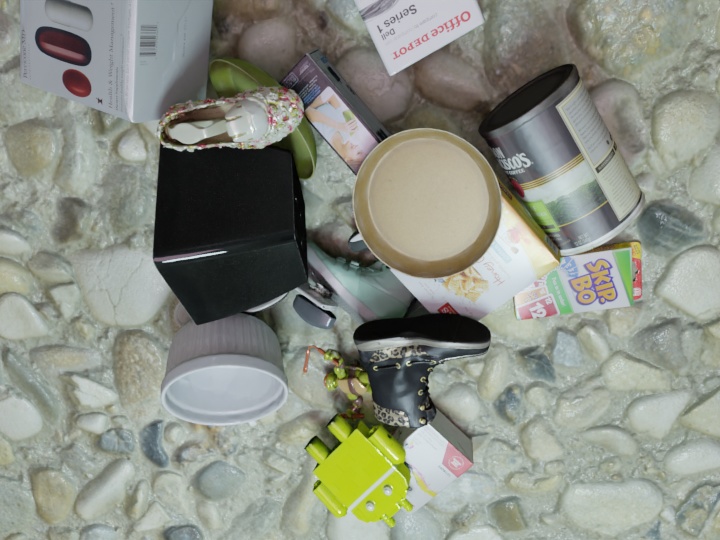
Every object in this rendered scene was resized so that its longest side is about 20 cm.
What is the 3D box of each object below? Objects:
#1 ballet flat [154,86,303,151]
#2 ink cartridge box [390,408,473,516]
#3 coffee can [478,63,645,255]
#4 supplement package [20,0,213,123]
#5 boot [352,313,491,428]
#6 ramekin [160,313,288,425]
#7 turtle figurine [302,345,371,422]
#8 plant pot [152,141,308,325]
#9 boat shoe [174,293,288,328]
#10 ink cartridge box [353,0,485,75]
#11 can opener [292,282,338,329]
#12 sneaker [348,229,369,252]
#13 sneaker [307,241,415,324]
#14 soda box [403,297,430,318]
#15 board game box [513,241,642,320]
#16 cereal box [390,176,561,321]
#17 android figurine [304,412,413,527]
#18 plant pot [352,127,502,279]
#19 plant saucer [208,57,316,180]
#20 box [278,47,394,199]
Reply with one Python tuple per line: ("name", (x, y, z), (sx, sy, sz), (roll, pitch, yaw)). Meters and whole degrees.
("ballet flat", (-0.163, -0.175, 0.814), (0.195, 0.064, 0.077), (-6, 113, 21))
("ink cartridge box", (0.087, 0.338, 1.157), (0.116, 0.068, 0.200), (40, 112, -9))
("coffee can", (0.269, -0.146, 0.897), (0.145, 0.147, 0.202), (-32, 106, 17))
("supplement package", (-0.312, -0.317, 0.860), (0.196, 0.147, 0.196), (20, 114, 21))
("boot", (0.093, 0.147, 0.966), (0.194, 0.074, 0.154), (-4, 115, 12))
("ramekin", (-0.214, 0.154, 1.060), (0.194, 0.107, 0.202), (-6, 144, -4))
("turtle figurine", (0.001, 0.192, 1.105), (0.157, 0.065, 0.204), (1, 127, 28))
("plant pot", (-0.166, -0.062, 0.923), (0.172, 0.205, 0.201), (-5, 153, 2))
("boat shoe", (-0.199, 0.054, 1.079), (0.195, 0.075, 0.061), (-22, 152, 4))
("ink cartridge box", (0.058, -0.378, 0.860), (0.143, 0.085, 0.203), (-25, 107, 16))
("can opener", (-0.116, 0.014, 1.015), (0.198, 0.052, 0.067), (36, 105, 19))
("sneaker", (0.078, -0.041, 0.995), (0.194, 0.075, 0.087), (-10, 102, 10))
("sneaker", (0.000, 0.000, 1.043), (0.200, 0.074, 0.118), (41, 73, 11))
("soda box", (0.116, 0.059, 1.040), (0.199, 0.069, 0.063), (-41, 104, 19))
("board game box", (0.331, 0.017, 1.024), (0.194, 0.030, 0.098), (-9, 111, 7))
("cereal box", (0.156, -0.013, 0.929), (0.144, 0.040, 0.199), (45, 122, -8))
("android figurine", (0.002, 0.339, 1.116), (0.200, 0.041, 0.182), (46, 111, 1))
("plant pot", (0.086, -0.087, 0.871), (0.194, 0.028, 0.205), (6, 117, 12))
("plant saucer", (-0.125, -0.210, 0.913), (0.031, 0.199, 0.201), (-45, 103, -15))
("box", (-0.020, -0.205, 0.924), (0.060, 0.117, 0.201), (-38, 102, 16))
